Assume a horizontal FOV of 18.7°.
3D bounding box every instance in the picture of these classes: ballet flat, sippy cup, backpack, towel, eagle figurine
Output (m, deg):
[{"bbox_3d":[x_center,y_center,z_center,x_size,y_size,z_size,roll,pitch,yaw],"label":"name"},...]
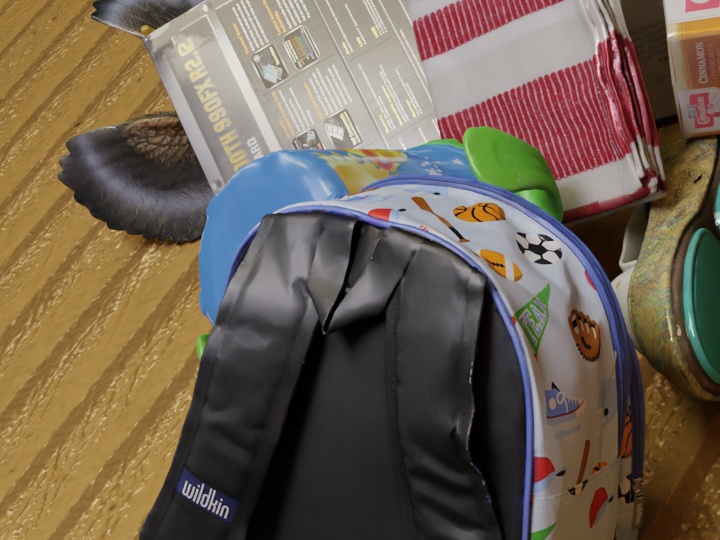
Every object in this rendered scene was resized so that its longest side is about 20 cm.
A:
[{"bbox_3d":[0.145,-0.001,0.995,0.071,0.071,0.200,-17,28,27],"label":"ballet flat"},{"bbox_3d":[0.000,0.000,1.016,0.140,0.130,0.178,33,106,40],"label":"sippy cup"},{"bbox_3d":[0.028,0.059,0.875,0.200,0.191,0.154,16,28,30],"label":"backpack"},{"bbox_3d":[0.069,-0.116,1.037,0.023,0.201,0.144,-14,-2,-34],"label":"towel"},{"bbox_3d":[-0.081,-0.104,1.291,0.152,0.151,0.200,-35,18,-28],"label":"eagle figurine"}]

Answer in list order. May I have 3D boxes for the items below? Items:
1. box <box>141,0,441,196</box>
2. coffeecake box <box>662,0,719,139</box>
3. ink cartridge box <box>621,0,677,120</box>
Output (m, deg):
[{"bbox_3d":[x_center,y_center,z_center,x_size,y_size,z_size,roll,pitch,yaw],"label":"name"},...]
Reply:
[{"bbox_3d":[-0.005,-0.075,1.156,0.158,0.048,0.200,-30,69,9],"label":"box"},{"bbox_3d":[0.239,-0.153,1.026,0.199,0.073,0.154,-7,50,10],"label":"coffeecake box"},{"bbox_3d":[0.123,-0.193,1.160,0.085,0.200,0.148,-16,34,30],"label":"ink cartridge box"}]
